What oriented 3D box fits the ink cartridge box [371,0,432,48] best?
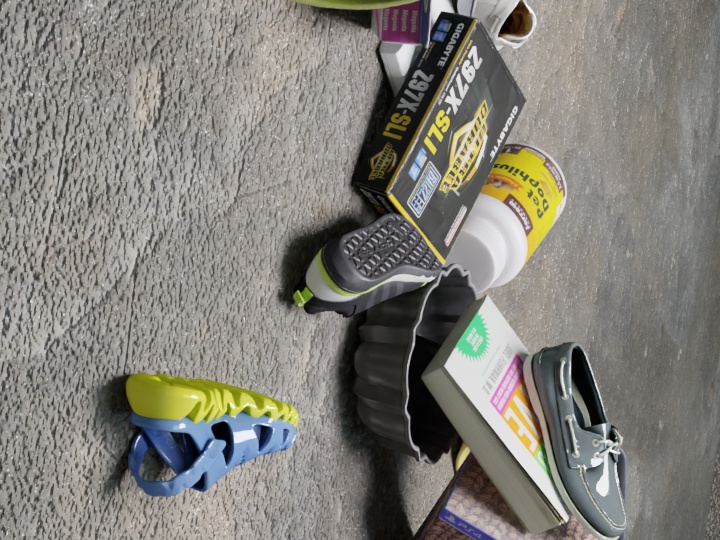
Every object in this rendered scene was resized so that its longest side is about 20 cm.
[{"bbox_3d":[0.036,-0.300,1.331,0.200,0.043,0.199,-102,-165,-78],"label":"ink cartridge box"}]

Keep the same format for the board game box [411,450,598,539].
[{"bbox_3d":[0.138,0.304,1.606,0.097,0.158,0.201,-57,175,-43],"label":"board game box"}]

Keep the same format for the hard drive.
[{"bbox_3d":[0.074,-0.196,1.565,0.201,0.026,0.133,68,38,-48],"label":"hard drive"}]

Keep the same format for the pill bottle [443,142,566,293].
[{"bbox_3d":[0.146,-0.054,1.666,0.200,0.108,0.110,-48,139,-52],"label":"pill bottle"}]

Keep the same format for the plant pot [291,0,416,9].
[{"bbox_3d":[-0.009,-0.330,1.175,0.200,0.198,0.186,42,48,-61],"label":"plant pot"}]

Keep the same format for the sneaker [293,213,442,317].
[{"bbox_3d":[0.000,0.000,1.415,0.072,0.083,0.199,58,28,15],"label":"sneaker"}]

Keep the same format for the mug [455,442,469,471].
[{"bbox_3d":[0.200,0.177,1.826,0.154,0.148,0.188,-69,160,-44],"label":"mug"}]

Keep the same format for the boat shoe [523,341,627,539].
[{"bbox_3d":[0.222,0.166,1.506,0.072,0.062,0.202,-1,66,-50],"label":"boat shoe"}]

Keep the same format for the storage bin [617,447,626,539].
[{"bbox_3d":[0.270,0.290,2.039,0.135,0.144,0.202,-95,-178,-69],"label":"storage bin"}]

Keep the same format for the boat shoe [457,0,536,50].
[{"bbox_3d":[0.149,-0.261,1.606,0.071,0.069,0.200,-56,169,-5],"label":"boat shoe"}]

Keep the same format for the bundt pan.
[{"bbox_3d":[0.053,0.089,1.541,0.202,0.075,0.204,-31,124,-59],"label":"bundt pan"}]

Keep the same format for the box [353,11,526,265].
[{"bbox_3d":[0.082,-0.130,1.522,0.201,0.049,0.160,-62,146,-13],"label":"box"}]

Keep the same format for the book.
[{"bbox_3d":[0.151,0.141,1.526,0.201,0.048,0.134,53,39,-12],"label":"book"}]

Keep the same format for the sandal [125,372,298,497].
[{"bbox_3d":[-0.119,0.130,1.185,0.199,0.079,0.088,13,89,-58],"label":"sandal"}]
